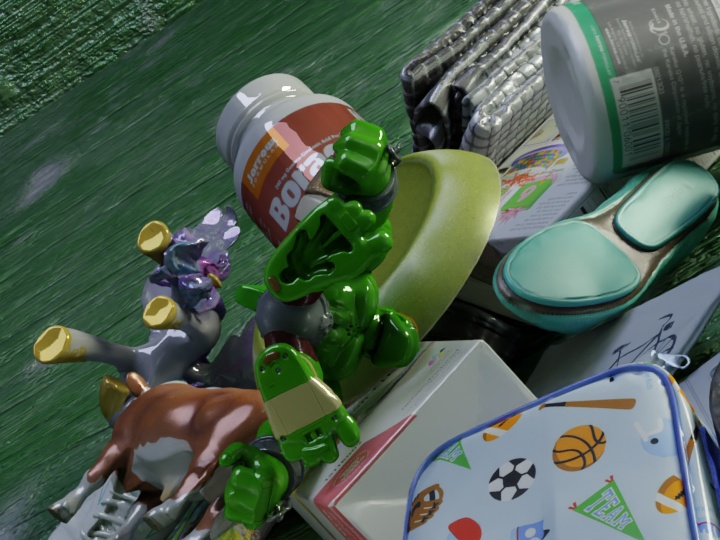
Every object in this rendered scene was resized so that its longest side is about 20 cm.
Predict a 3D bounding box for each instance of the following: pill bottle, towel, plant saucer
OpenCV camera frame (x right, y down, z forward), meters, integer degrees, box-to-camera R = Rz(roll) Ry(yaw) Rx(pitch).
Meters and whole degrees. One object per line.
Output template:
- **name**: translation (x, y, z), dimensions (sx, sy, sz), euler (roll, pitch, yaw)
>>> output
- **pill bottle**: translation (-0.023, -0.056, 1.427), dimensions (0.112, 0.112, 0.200), euler (-38, 50, -6)
- **pill bottle**: translation (0.221, -0.133, 1.222), dimensions (0.198, 0.114, 0.113), euler (-16, 17, -5)
- **towel**: translation (0.108, -0.131, 1.438), dimensions (0.200, 0.085, 0.166), euler (-45, -19, -25)
- **plant saucer**: translation (0.000, 0.000, 1.159), dimensions (0.200, 0.031, 0.201), euler (-41, 23, 21)

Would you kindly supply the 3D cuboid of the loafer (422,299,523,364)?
- **loafer**: translation (0.030, 0.060, 1.265), dimensions (0.199, 0.072, 0.073), euler (-9, 54, 58)

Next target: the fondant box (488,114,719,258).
- **fondant box**: translation (0.155, -0.062, 1.331), dimensions (0.200, 0.058, 0.144), euler (-44, 19, -25)

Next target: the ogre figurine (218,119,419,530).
- **ogre figurine**: translation (-0.020, 0.025, 1.019), dimensions (0.097, 0.202, 0.120), euler (-1, 3, 7)

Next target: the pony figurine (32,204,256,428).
- **pony figurine**: translation (-0.124, 0.045, 1.395), dimensions (0.193, 0.166, 0.200), euler (-47, -25, -8)

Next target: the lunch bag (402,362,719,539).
- **lunch bag**: translation (0.097, 0.140, 0.841), dimensions (0.159, 0.076, 0.201), euler (-23, 37, 19)

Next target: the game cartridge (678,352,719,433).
- **game cartridge**: translation (0.224, 0.054, 0.941), dimensions (0.199, 0.041, 0.133), euler (-34, 13, 8)

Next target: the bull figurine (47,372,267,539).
- **bull figurine**: translation (-0.110, 0.111, 1.153), dimensions (0.199, 0.065, 0.122), euler (-12, 37, 57)

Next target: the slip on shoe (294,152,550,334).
- **slip on shoe**: translation (0.047, -0.021, 1.266), dimensions (0.199, 0.076, 0.061), euler (27, 90, 35)

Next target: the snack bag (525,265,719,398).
- **snack bag**: translation (0.109, 0.077, 1.063), dimensions (0.200, 0.021, 0.188), euler (-49, 9, -34)

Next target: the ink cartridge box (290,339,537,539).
- **ink cartridge box**: translation (0.021, 0.101, 1.063), dimensions (0.117, 0.068, 0.200), euler (-46, 7, -11)

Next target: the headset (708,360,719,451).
- **headset**: translation (0.235, 0.050, 0.800), dimensions (0.199, 0.095, 0.124), euler (13, 47, 38)

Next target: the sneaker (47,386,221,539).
- **sneaker**: translation (-0.150, 0.152, 1.279), dimensions (0.201, 0.070, 0.080), euler (-53, -9, -20)

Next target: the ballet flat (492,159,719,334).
- **ballet flat**: translation (0.141, 0.000, 1.154), dimensions (0.199, 0.067, 0.071), euler (-31, -25, -41)

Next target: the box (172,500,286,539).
- **box**: translation (-0.078, 0.150, 1.217), dimensions (0.110, 0.035, 0.200), euler (-46, 6, 45)
